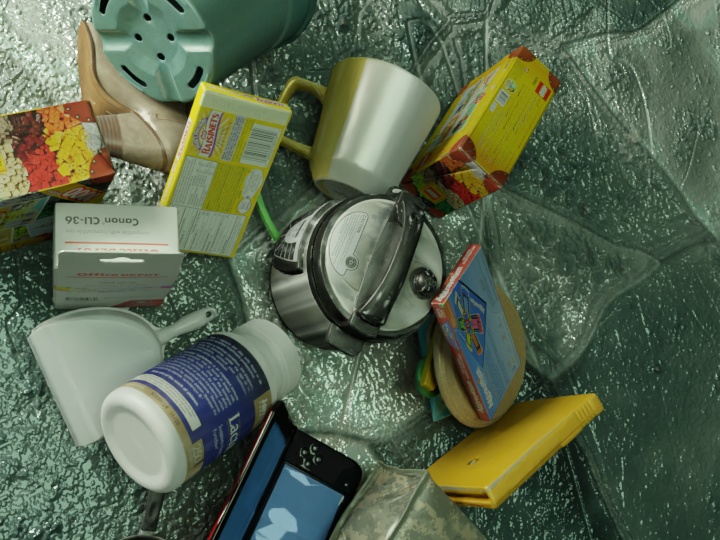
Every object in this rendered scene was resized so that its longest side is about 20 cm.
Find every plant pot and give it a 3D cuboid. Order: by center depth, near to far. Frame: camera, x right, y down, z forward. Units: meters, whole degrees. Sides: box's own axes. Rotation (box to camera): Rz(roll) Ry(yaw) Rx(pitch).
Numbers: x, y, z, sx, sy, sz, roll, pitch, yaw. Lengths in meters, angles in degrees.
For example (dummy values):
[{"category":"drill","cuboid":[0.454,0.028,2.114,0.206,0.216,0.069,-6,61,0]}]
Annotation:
[{"category":"plant pot","cuboid":[-0.178,-0.297,0.861,0.200,0.200,0.196,43,46,-12]}]

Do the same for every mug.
[{"category":"mug","cuboid":[-0.007,-0.167,1.003,0.149,0.186,0.153,37,70,-51]}]

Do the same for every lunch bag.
[{"category":"lunch bag","cuboid":[0.040,0.352,0.886,0.164,0.117,0.200,50,59,-21]}]

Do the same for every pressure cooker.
[{"category":"pressure cooker","cuboid":[0.003,0.001,0.911,0.178,0.200,0.176,-16,89,-29]}]

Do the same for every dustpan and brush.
[{"category":"dustpan and brush","cuboid":[-0.244,0.087,0.858,0.200,0.057,0.140,-25,101,-23]}]

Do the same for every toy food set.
[{"category":"toy food set","cuboid":[0.151,0.103,1.014,0.198,0.049,0.200,38,61,-38]}]

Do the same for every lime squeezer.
[{"category":"lime squeezer","cuboid":[-0.171,-0.116,0.947,0.200,0.038,0.071,33,84,-14]}]

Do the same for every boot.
[{"category":"boot","cuboid":[-0.243,-0.199,0.901,0.146,0.070,0.200,-3,68,-28]}]

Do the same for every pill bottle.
[{"category":"pill bottle","cuboid":[-0.162,0.134,0.826,0.200,0.116,0.116,-33,94,-46]}]

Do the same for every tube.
[{"category":"tube","cuboid":[0.104,0.092,1.032,0.077,0.050,0.200,-11,89,-31]}]

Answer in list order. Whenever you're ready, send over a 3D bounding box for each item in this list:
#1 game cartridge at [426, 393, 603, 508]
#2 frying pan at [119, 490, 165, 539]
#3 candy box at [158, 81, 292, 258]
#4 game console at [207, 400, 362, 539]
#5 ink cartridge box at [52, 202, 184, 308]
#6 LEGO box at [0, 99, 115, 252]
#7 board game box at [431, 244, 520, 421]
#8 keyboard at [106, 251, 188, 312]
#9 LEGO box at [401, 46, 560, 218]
[{"category":"game cartridge","cuboid":[0.179,0.221,0.962,0.200,0.176,0.032,-29,91,-28]},{"category":"frying pan","cuboid":[-0.242,0.299,0.814,0.115,0.031,0.190,-9,79,-28]},{"category":"candy box","cuboid":[-0.158,-0.104,0.863,0.102,0.200,0.026,10,32,-30]},{"category":"game console","cuboid":[-0.081,0.271,0.852,0.172,0.119,0.200,33,66,-16]},{"category":"ink cartridge box","cuboid":[-0.247,-0.016,0.780,0.116,0.200,0.068,0,75,-22]},{"category":"LEGO box","cuboid":[-0.338,-0.081,0.758,0.149,0.200,0.077,-20,87,-29]},{"category":"board game box","cuboid":[0.144,0.078,0.936,0.103,0.019,0.200,-53,133,-36]},{"category":"keyboard","cuboid":[-0.230,-0.032,0.909,0.056,0.011,0.200,47,62,-10]},{"category":"LEGO box","cuboid":[0.162,-0.185,1.055,0.077,0.149,0.200,39,65,-14]}]
